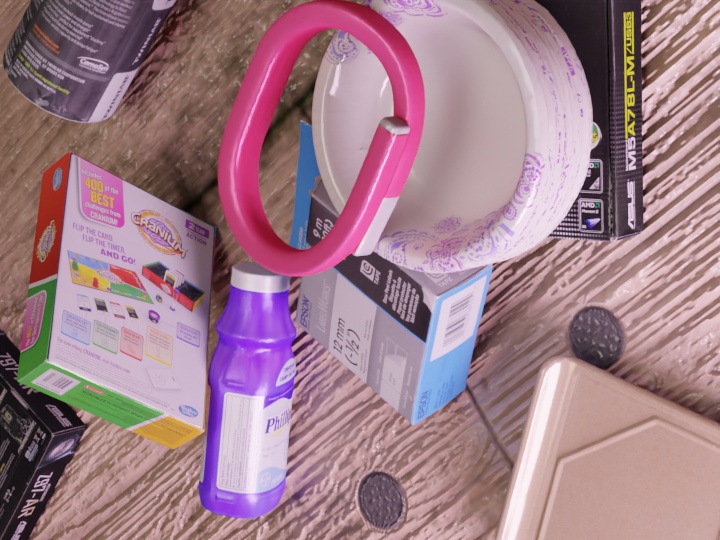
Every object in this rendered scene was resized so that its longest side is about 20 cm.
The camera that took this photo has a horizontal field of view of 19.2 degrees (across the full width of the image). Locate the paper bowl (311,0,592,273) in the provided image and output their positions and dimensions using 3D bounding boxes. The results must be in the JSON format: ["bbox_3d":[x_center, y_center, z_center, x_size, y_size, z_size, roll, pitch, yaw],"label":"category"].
[{"bbox_3d":[0.072,-0.103,1.482,0.201,0.104,0.201,9,104,38],"label":"paper bowl"}]

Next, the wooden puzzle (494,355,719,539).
[{"bbox_3d":[0.201,0.177,1.530,0.200,0.037,0.185,23,110,29],"label":"wooden puzzle"}]

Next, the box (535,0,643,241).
[{"bbox_3d":[0.111,-0.123,1.543,0.200,0.048,0.193,6,104,38],"label":"box"}]

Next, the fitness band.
[{"bbox_3d":[-0.031,-0.090,1.479,0.144,0.037,0.200,39,119,28],"label":"fitness band"}]

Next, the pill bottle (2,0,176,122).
[{"bbox_3d":[-0.207,-0.227,1.741,0.106,0.106,0.200,48,123,23],"label":"pill bottle"}]

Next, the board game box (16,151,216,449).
[{"bbox_3d":[-0.188,0.023,1.682,0.040,0.153,0.200,-32,43,38],"label":"board game box"}]

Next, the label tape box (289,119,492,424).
[{"bbox_3d":[0.000,0.000,1.608,0.200,0.066,0.143,38,143,26],"label":"label tape box"}]

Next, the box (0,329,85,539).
[{"bbox_3d":[-0.350,0.167,1.954,0.160,0.044,0.200,44,121,25],"label":"box"}]

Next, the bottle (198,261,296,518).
[{"bbox_3d":[-0.088,0.095,1.710,0.065,0.084,0.200,9,103,15],"label":"bottle"}]
